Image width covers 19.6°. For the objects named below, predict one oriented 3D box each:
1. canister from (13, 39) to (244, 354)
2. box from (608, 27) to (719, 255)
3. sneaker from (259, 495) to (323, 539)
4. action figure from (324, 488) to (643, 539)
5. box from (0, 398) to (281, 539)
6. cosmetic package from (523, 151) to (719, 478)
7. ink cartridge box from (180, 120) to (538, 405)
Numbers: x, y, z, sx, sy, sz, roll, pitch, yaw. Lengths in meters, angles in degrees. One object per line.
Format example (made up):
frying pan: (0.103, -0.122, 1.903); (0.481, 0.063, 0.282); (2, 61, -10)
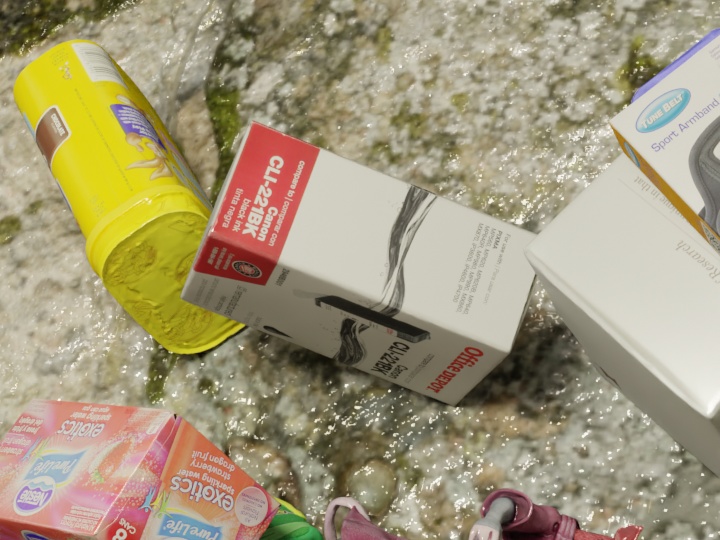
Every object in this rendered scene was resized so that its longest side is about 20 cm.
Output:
canister: (-0.160, -0.055, 1.472); (0.087, 0.149, 0.200); (-35, 51, 3)
box: (0.230, -0.064, 1.153); (0.119, 0.041, 0.200); (-38, 56, 0)
sneaker: (-0.088, 0.233, 1.313); (0.084, 0.074, 0.200); (13, 68, 35)
action figure: (0.082, 0.194, 1.265); (0.200, 0.134, 0.149); (-16, 13, 2)
box: (-0.158, 0.150, 1.325); (0.200, 0.103, 0.095); (0, 50, 54)
cosmetic package: (0.239, 0.002, 1.238); (0.200, 0.167, 0.166); (-45, 55, -4)
ink cartridge box: (0.000, 0.000, 1.313); (0.200, 0.144, 0.084); (21, 70, -5)
